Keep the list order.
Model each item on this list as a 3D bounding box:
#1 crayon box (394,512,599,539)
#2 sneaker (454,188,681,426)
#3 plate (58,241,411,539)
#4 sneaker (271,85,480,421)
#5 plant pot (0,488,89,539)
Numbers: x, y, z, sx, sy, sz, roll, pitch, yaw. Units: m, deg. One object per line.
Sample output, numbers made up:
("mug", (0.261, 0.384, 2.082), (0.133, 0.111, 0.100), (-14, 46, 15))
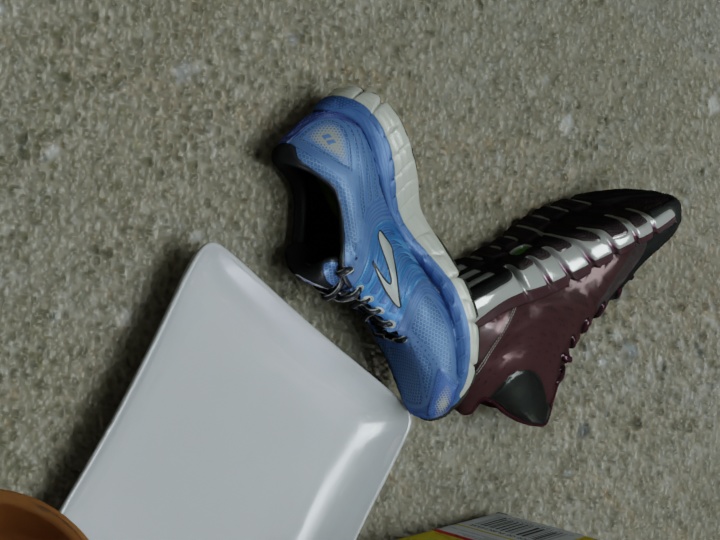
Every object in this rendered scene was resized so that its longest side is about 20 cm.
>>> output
("crayon box", (0.070, 0.191, 1.648), (0.200, 0.127, 0.051), (-7, 105, -52))
("sneaker", (0.121, 0.029, 1.752), (0.200, 0.076, 0.116), (-24, 115, -28))
("plate", (-0.076, 0.116, 1.592), (0.200, 0.032, 0.200), (42, 66, -37))
("sneaker", (0.000, 0.000, 1.633), (0.089, 0.078, 0.201), (-32, 106, -31))
("plant pot", (-0.182, 0.227, 1.407), (0.200, 0.200, 0.140), (-63, 145, -20))
